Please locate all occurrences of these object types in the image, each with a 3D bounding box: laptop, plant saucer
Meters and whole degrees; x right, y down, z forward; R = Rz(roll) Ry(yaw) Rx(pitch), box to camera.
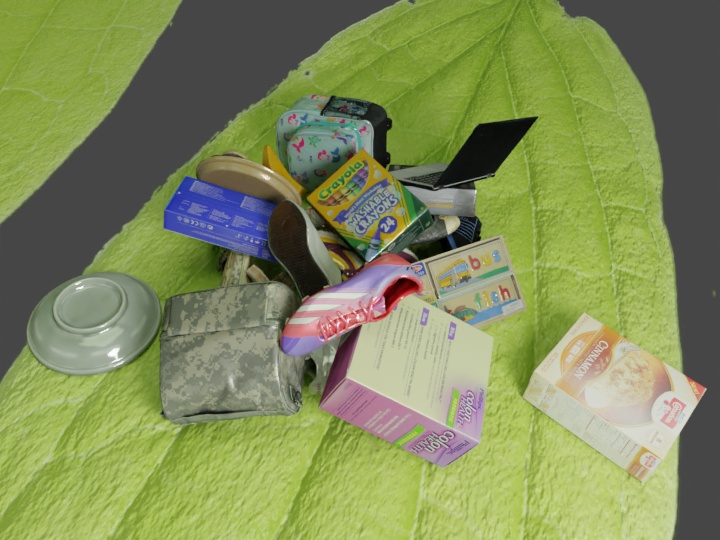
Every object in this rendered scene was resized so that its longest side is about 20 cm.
[{"bbox_3d":[0.159,-0.206,1.142,0.199,0.117,0.187,19,25,39],"label":"laptop"},{"bbox_3d":[-0.409,0.065,1.040,0.198,0.050,0.201,2,47,-2],"label":"plant saucer"}]

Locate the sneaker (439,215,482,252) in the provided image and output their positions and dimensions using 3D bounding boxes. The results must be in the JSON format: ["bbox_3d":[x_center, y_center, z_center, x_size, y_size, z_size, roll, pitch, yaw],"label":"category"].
[{"bbox_3d":[0.181,-0.053,1.188,0.077,0.070,0.201,-10,47,-4],"label":"sneaker"}]

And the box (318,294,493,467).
[{"bbox_3d":[0.068,0.139,0.939,0.199,0.097,0.177,27,47,-10],"label":"box"}]

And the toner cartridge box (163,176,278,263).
[{"bbox_3d":[-0.203,-0.082,1.094,0.199,0.043,0.095,17,42,-1],"label":"toner cartridge box"}]

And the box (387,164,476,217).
[{"bbox_3d":[0.122,-0.146,1.219,0.157,0.049,0.200,4,20,4],"label":"box"}]

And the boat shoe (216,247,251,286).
[{"bbox_3d":[-0.207,0.003,1.099,0.062,0.074,0.201,1,48,-8],"label":"boat shoe"}]

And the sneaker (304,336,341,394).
[{"bbox_3d":[-0.059,0.098,1.023,0.099,0.075,0.201,-7,48,-13],"label":"sneaker"}]

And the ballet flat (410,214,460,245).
[{"bbox_3d":[0.069,-0.076,1.146,0.198,0.057,0.067,-6,29,-1],"label":"ballet flat"}]

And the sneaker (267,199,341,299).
[{"bbox_3d":[-0.080,-0.014,1.027,0.073,0.085,0.201,-31,61,12],"label":"sneaker"}]

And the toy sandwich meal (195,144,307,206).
[{"bbox_3d":[-0.178,-0.147,1.150,0.204,0.205,0.071,13,66,7],"label":"toy sandwich meal"}]

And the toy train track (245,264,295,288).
[{"bbox_3d":[-0.111,0.013,1.096,0.115,0.032,0.200,50,39,-8],"label":"toy train track"}]

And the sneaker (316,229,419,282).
[{"bbox_3d":[0.000,0.000,1.114,0.198,0.075,0.091,10,48,-3],"label":"sneaker"}]

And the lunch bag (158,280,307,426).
[{"bbox_3d":[-0.174,0.121,0.933,0.198,0.140,0.169,-6,62,12],"label":"lunch bag"}]

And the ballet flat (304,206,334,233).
[{"bbox_3d":[-0.022,-0.097,1.215,0.198,0.064,0.076,6,46,1],"label":"ballet flat"}]

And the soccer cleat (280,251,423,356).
[{"bbox_3d":[-0.011,0.049,0.868,0.199,0.067,0.076,-34,44,-16],"label":"soccer cleat"}]

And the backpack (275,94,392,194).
[{"bbox_3d":[-0.060,-0.226,1.256,0.199,0.178,0.151,18,45,20],"label":"backpack"}]

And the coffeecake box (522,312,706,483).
[{"bbox_3d":[0.366,0.178,0.989,0.200,0.073,0.153,35,53,24],"label":"coffeecake box"}]

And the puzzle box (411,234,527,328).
[{"bbox_3d":[0.161,0.031,1.088,0.199,0.025,0.134,-19,88,-20],"label":"puzzle box"}]

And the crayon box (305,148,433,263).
[{"bbox_3d":[0.004,-0.106,1.091,0.126,0.052,0.200,-42,60,-4],"label":"crayon box"}]
